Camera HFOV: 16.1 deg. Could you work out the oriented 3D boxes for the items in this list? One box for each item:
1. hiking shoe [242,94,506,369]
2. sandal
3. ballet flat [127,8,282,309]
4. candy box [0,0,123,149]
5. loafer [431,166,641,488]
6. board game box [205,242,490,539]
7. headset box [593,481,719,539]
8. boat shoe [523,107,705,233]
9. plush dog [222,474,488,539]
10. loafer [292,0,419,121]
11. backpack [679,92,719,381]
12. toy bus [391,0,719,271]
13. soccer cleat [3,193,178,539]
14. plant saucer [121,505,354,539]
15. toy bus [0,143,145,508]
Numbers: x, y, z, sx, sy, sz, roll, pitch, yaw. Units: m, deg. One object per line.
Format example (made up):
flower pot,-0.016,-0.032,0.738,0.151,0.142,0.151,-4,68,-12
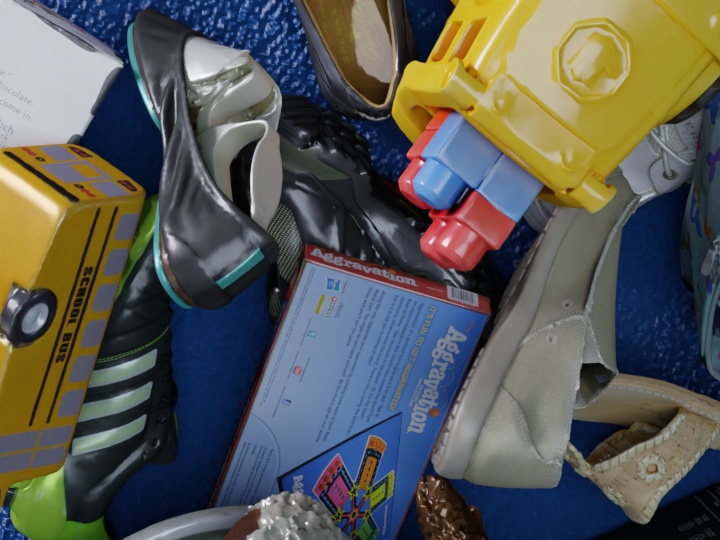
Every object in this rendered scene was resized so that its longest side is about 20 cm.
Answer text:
hiking shoe,0.000,0.000,1.362,0.101,0.076,0.200,-42,103,20
sandal,0.162,0.101,1.367,0.210,0.078,0.070,8,72,-23
ballet flat,-0.071,-0.065,1.280,0.068,0.201,0.068,-27,139,17
candy box,-0.242,-0.067,1.310,0.167,0.072,0.201,31,95,-11
loafer,0.101,0.034,1.293,0.068,0.076,0.201,29,61,0
board game box,-0.012,0.085,1.353,0.102,0.019,0.201,17,120,-9
headset box,0.166,0.201,1.355,0.199,0.174,0.093,-24,102,-4
boat shoe,0.172,-0.083,1.362,0.199,0.069,0.071,-34,104,0
plush dog,0.009,0.201,1.291,0.160,0.171,0.201,41,137,23
loafer,-0.014,-0.173,1.321,0.072,0.072,0.201,-23,100,-1
backpack,0.257,-0.026,1.306,0.176,0.151,0.201,-4,130,-5
toy bus,0.080,-0.090,1.273,0.135,0.200,0.193,36,87,-13
soccer cleat,-0.126,0.056,1.354,0.081,0.068,0.201,19,103,-20
plant saucer,-0.086,0.190,1.360,0.198,0.050,0.201,-11,131,-13
toy bus,-0.176,0.040,1.276,0.065,0.078,0.201,32,115,31
